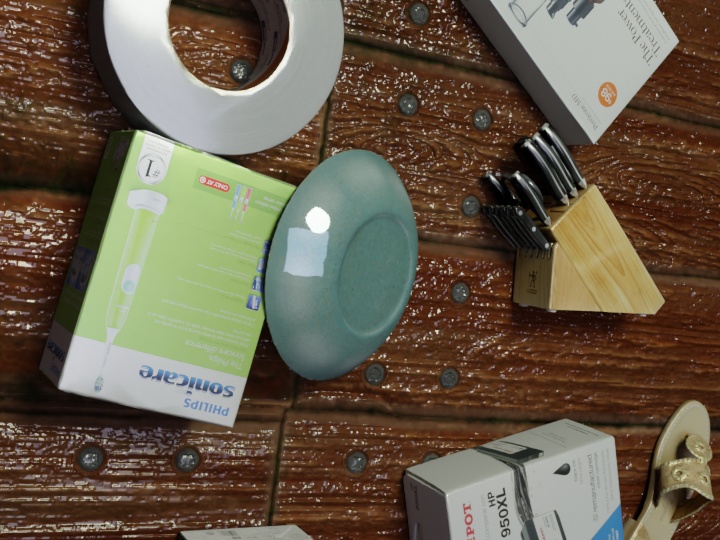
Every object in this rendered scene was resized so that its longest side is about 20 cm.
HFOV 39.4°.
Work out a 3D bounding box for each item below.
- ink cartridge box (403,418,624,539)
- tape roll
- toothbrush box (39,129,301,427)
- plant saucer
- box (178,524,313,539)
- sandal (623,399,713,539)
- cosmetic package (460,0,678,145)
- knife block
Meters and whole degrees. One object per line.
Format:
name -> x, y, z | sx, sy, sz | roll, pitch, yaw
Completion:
ink cartridge box -> 0.152, 0.245, 0.978 | 0.198, 0.084, 0.146 | -12, 100, -25
tape roll -> -0.115, -0.194, 0.811 | 0.198, 0.066, 0.203 | -3, 97, -26
toothbrush box -> -0.151, 0.007, 0.801 | 0.144, 0.086, 0.202 | 17, 87, -28
plant saucer -> 0.000, 0.000, 0.855 | 0.200, 0.038, 0.203 | -22, 118, -49
box -> -0.104, 0.330, 0.871 | 0.116, 0.060, 0.202 | 5, 93, -27
sandal -> 0.349, 0.247, 1.087 | 0.077, 0.069, 0.213 | 35, 79, -25
cosmetic package -> 0.204, -0.246, 0.977 | 0.151, 0.052, 0.200 | -48, 113, -12
knife block -> 0.213, -0.048, 0.992 | 0.198, 0.064, 0.178 | 4, 94, -27
